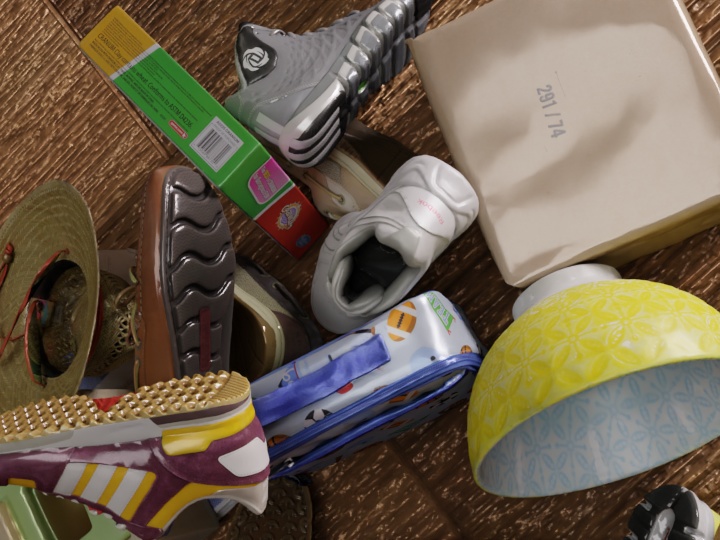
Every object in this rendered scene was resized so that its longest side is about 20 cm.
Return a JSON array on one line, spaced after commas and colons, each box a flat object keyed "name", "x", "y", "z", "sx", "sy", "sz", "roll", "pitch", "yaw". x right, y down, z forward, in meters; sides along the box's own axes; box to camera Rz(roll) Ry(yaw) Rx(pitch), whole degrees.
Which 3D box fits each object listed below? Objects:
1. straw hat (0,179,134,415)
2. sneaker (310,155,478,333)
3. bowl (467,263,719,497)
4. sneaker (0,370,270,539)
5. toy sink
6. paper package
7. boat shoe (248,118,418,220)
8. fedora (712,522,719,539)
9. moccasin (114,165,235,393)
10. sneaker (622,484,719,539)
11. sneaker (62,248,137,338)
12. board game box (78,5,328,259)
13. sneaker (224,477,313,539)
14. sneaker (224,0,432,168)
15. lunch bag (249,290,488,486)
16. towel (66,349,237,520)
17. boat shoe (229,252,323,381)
[{"name": "straw hat", "x": -0.201, "y": 0.036, "z": 0.743, "sx": 0.200, "sy": 0.084, "sz": 0.204, "roll": -15, "pitch": 69, "yaw": 45}, {"name": "sneaker", "x": 0.000, "y": 0.000, "z": 0.739, "sx": 0.078, "sy": 0.200, "sz": 0.100, "roll": 40, "pitch": 52, "yaw": 1}, {"name": "bowl", "x": 0.154, "y": 0.062, "z": 0.687, "sx": 0.198, "sy": 0.200, "sz": 0.109, "roll": -24, "pitch": 59, "yaw": 14}, {"name": "sneaker", "x": -0.152, "y": 0.123, "z": 0.616, "sx": 0.197, "sy": 0.075, "sz": 0.091, "roll": -10, "pitch": 102, "yaw": 12}, {"name": "toy sink", "x": -0.235, "y": 0.202, "z": 0.803, "sx": 0.199, "sy": 0.112, "sz": 0.131, "roll": -37, "pitch": 73, "yaw": 14}, {"name": "paper package", "x": 0.158, "y": -0.106, "z": 0.738, "sx": 0.189, "sy": 0.103, "sz": 0.202, "roll": -24, "pitch": 77, "yaw": 14}, {"name": "boat shoe", "x": -0.008, "y": -0.074, "z": 0.811, "sx": 0.199, "sy": 0.072, "sz": 0.065, "roll": 38, "pitch": 125, "yaw": 14}, {"name": "fedora", "x": 0.316, "y": 0.213, "z": 0.660, "sx": 0.198, "sy": 0.082, "sz": 0.204, "roll": -1, "pitch": 84, "yaw": 14}, {"name": "moccasin", "x": -0.123, "y": 0.034, "z": 0.676, "sx": 0.077, "sy": 0.073, "sz": 0.204, "roll": 6, "pitch": 107, "yaw": 36}, {"name": "sneaker", "x": 0.207, "y": 0.253, "z": 0.691, "sx": 0.078, "sy": 0.090, "sz": 0.202, "roll": 21, "pitch": 86, "yaw": 61}, {"name": "sneaker", "x": -0.247, "y": 0.016, "z": 0.831, "sx": 0.198, "sy": 0.099, "sz": 0.079, "roll": -9, "pitch": 63, "yaw": 26}, {"name": "board game box", "x": -0.109, "y": -0.094, "z": 0.769, "sx": 0.040, "sy": 0.200, "sz": 0.153, "roll": -45, "pitch": 74, "yaw": -1}, {"name": "sneaker", "x": -0.074, "y": 0.263, "z": 0.788, "sx": 0.066, "sy": 0.090, "sz": 0.202, "roll": 4, "pitch": 55, "yaw": 4}, {"name": "sneaker", "x": -0.033, "y": -0.176, "z": 0.783, "sx": 0.115, "sy": 0.075, "sz": 0.201, "roll": 28, "pitch": 58, "yaw": 15}, {"name": "lunch bag", "x": -0.007, "y": 0.090, "z": 0.739, "sx": 0.198, "sy": 0.160, "sz": 0.076, "roll": -30, "pitch": 76, "yaw": 12}, {"name": "towel", "x": -0.196, "y": 0.151, "z": 0.866, "sx": 0.147, "sy": 0.024, "sz": 0.201, "roll": -43, "pitch": 72, "yaw": 11}, {"name": "boat shoe", "x": -0.096, "y": 0.027, "z": 0.804, "sx": 0.200, "sy": 0.064, "sz": 0.074, "roll": 42, "pitch": 122, "yaw": 49}]
